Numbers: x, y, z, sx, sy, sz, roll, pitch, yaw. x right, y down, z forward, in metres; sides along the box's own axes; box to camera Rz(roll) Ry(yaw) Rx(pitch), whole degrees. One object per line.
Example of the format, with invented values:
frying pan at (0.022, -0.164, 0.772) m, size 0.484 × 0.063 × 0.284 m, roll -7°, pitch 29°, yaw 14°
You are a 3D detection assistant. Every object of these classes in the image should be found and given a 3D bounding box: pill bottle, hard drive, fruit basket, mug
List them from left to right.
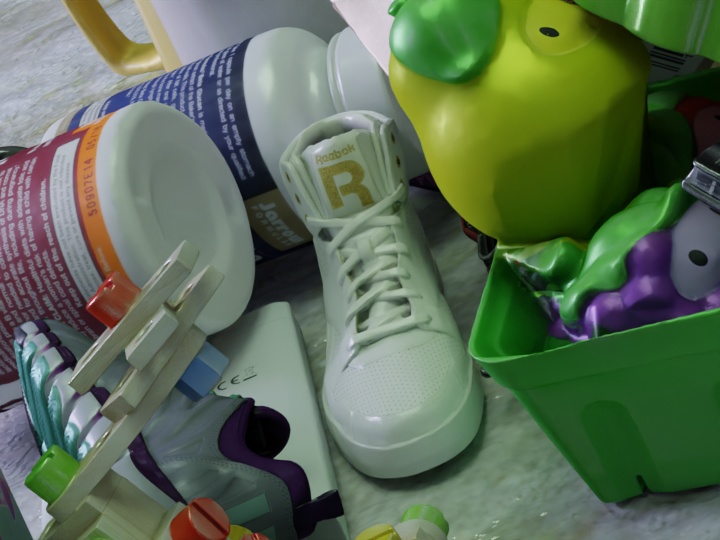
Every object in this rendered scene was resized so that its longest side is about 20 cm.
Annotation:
pill bottle at (-0.161, 0.003, 0.986) m, size 0.199 × 0.114 × 0.114 m, roll -20°, pitch 25°, yaw 25°
hard drive at (-0.079, 0.090, 0.905) m, size 0.131 × 0.027 × 0.200 m, roll -23°, pitch 25°, yaw 3°
mug at (-0.079, -0.157, 1.133) m, size 0.186 × 0.153 × 0.150 m, roll -27°, pitch 38°, yaw 9°
pill bottle at (-0.059, -0.060, 1.056) m, size 0.199 × 0.111 × 0.111 m, roll -20°, pitch 25°, yaw 23°
fruit basket at (0.105, -0.039, 0.795) m, size 0.155 × 0.216 × 0.216 m, roll -13°, pitch 28°, yaw 22°

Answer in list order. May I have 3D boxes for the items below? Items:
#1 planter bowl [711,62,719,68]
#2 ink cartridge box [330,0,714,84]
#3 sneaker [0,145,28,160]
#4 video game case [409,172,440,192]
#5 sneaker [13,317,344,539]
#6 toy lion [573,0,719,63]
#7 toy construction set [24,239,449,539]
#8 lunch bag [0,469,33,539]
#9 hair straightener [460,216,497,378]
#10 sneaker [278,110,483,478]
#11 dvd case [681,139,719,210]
planter bowl at (0.216, -0.168, 0.991) m, size 0.199 × 0.201 × 0.134 m, roll -4°, pitch 5°, yaw 35°
ink cartridge box at (0.108, -0.160, 0.879) m, size 0.164 × 0.200 × 0.075 m, roll 8°, pitch 35°, yaw -39°
sneaker at (-0.239, -0.005, 1.118) m, size 0.200 × 0.074 × 0.080 m, roll -39°, pitch 12°, yaw 20°
video game case at (0.094, -0.111, 1.131) m, size 0.200 × 0.036 × 0.181 m, roll -36°, pitch 27°, yaw -24°
sneaker at (-0.081, 0.072, 0.849) m, size 0.087 × 0.075 × 0.200 m, roll -18°, pitch 32°, yaw -20°
toy lion at (0.183, -0.107, 0.784) m, size 0.199 × 0.069 × 0.191 m, roll -14°, pitch 36°, yaw -42°
toy construction set at (-0.039, 0.094, 0.700) m, size 0.131 × 0.200 × 0.092 m, roll -44°, pitch -2°, yaw 35°
lunch bag at (-0.212, 0.147, 0.740) m, size 0.199 × 0.171 × 0.122 m, roll -21°, pitch 27°, yaw -1°
hair straightener at (0.057, -0.030, 0.925) m, size 0.041 × 0.077 × 0.201 m, roll -4°, pitch 41°, yaw 6°
sneaker at (0.000, 0.000, 0.909) m, size 0.073 × 0.116 × 0.200 m, roll -20°, pitch 27°, yaw 3°
dvd case at (0.222, -0.029, 0.747) m, size 0.148 × 0.016 × 0.200 m, roll 31°, pitch 34°, yaw 20°
